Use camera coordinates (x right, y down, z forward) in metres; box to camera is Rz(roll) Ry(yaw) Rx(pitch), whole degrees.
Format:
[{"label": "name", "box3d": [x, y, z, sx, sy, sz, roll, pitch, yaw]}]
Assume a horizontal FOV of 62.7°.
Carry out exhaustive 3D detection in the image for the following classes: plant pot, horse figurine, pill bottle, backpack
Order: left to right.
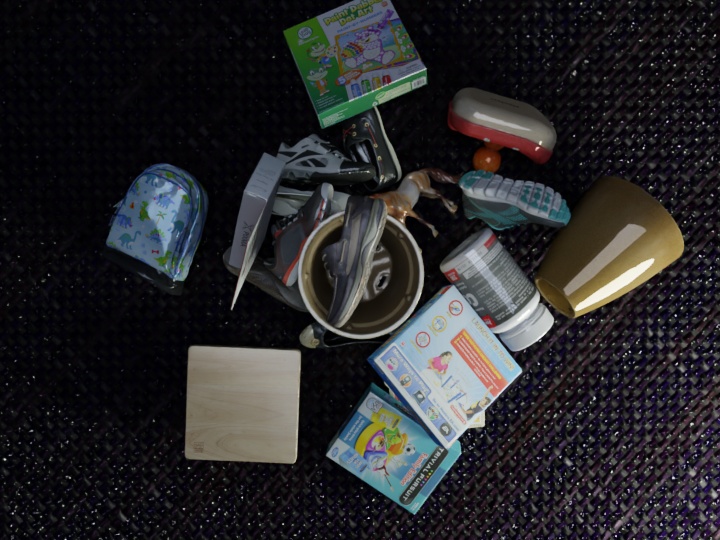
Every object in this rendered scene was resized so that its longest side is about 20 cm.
[{"label": "backpack", "box3d": [-0.347, -0.084, 1.029, 0.162, 0.154, 0.202, 28, 80, 4]}, {"label": "plant pot", "box3d": [0.000, 0.000, 1.006, 0.197, 0.183, 0.204, 0, 93, 0]}, {"label": "horse figurine", "box3d": [0.100, -0.124, 1.046, 0.132, 0.050, 0.200, 41, 61, 2]}, {"label": "pill bottle", "box3d": [0.242, 0.036, 1.047, 0.113, 0.114, 0.201, -39, 93, 1]}, {"label": "plant pot", "box3d": [0.397, -0.022, 0.997, 0.200, 0.186, 0.187, -42, 93, -6]}]

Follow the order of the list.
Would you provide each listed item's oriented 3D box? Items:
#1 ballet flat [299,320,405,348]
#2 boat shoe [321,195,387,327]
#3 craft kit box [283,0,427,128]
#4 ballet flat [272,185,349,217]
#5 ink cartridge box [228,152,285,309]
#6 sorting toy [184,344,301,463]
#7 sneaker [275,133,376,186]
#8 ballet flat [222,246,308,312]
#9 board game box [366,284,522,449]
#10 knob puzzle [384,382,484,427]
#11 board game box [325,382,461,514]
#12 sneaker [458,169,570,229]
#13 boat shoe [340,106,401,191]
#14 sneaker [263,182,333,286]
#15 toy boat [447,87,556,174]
[{"label": "ballet flat", "box3d": [-0.013, 0.113, 1.068, 0.197, 0.057, 0.067, -8, 134, -1]}, {"label": "boat shoe", "box3d": [-0.019, -0.017, 0.884, 0.072, 0.075, 0.203, 18, 84, 8]}, {"label": "craft kit box", "box3d": [-0.011, -0.368, 1.018, 0.198, 0.049, 0.200, -23, 65, 0]}, {"label": "ballet flat", "box3d": [-0.095, -0.110, 1.055, 0.197, 0.069, 0.071, 10, 93, -1]}, {"label": "ink cartridge box", "box3d": [-0.183, -0.060, 0.956, 0.043, 0.201, 0.175, 22, 52, -5]}, {"label": "sorting toy", "box3d": [-0.208, 0.235, 1.072, 0.197, 0.070, 0.202, 3, 93, -1]}, {"label": "sneaker", "box3d": [-0.066, -0.196, 1.029, 0.197, 0.074, 0.090, 4, 85, 21]}, {"label": "ballet flat", "box3d": [-0.161, 0.019, 1.077, 0.198, 0.046, 0.068, 27, 59, -7]}, {"label": "board game box", "box3d": [0.147, 0.165, 1.034, 0.195, 0.056, 0.201, -40, 93, -14]}, {"label": "knob puzzle", "box3d": [0.141, 0.199, 1.096, 0.216, 0.030, 0.224, 0, 93, 0]}, {"label": "board game box", "box3d": [0.060, 0.326, 1.080, 0.199, 0.047, 0.152, 34, 103, -2]}, {"label": "sneaker", "box3d": [0.266, -0.108, 1.036, 0.198, 0.092, 0.078, 23, 50, 24]}, {"label": "boat shoe", "box3d": [0.002, -0.238, 1.042, 0.063, 0.073, 0.204, -30, 96, -36]}, {"label": "sneaker", "box3d": [-0.112, -0.067, 1.003, 0.081, 0.077, 0.202, 28, 113, -1]}, {"label": "toy boat", "box3d": [0.240, -0.230, 1.044, 0.197, 0.131, 0.132, 16, 123, -1]}]
